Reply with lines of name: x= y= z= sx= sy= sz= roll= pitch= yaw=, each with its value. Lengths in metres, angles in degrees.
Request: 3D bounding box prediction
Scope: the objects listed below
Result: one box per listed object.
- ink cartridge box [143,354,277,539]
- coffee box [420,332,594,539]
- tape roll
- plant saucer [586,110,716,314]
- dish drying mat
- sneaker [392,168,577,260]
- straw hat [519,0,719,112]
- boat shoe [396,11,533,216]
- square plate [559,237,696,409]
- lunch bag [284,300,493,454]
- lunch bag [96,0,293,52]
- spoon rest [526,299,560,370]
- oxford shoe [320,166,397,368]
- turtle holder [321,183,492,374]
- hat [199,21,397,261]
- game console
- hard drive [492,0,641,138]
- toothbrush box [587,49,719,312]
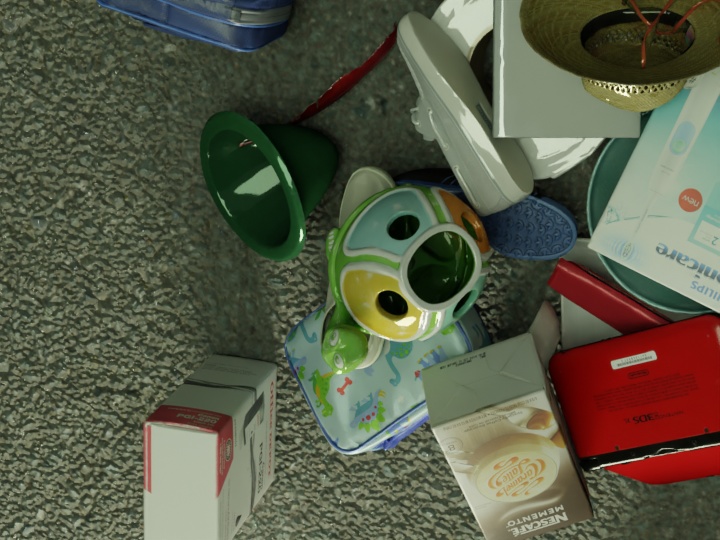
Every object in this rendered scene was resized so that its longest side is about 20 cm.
ink cartridge box: x=-0.154 y=0.191 z=1.523 sx=0.084 sy=0.200 sz=0.146 roll=6 pitch=108 yaw=11
coffee box: x=0.144 y=0.167 z=1.400 sx=0.114 sy=0.080 sz=0.200 roll=-19 pitch=131 yaw=9
tape roll: x=0.158 y=-0.189 z=1.377 sx=0.201 sy=0.071 sz=0.204 roll=5 pitch=107 yaw=16
plant saucer: x=0.313 y=-0.060 z=1.363 sx=0.199 sy=0.036 sz=0.201 roll=0 pitch=92 yaw=16
dish drying mat: x=0.270 y=0.052 z=1.385 sx=0.199 sy=0.077 sz=0.018 roll=31 pitch=72 yaw=7
sneaker: x=0.120 y=-0.063 z=1.421 sx=0.199 sy=0.078 sz=0.070 roll=14 pitch=114 yaw=16
straw hat: x=0.235 y=-0.183 z=1.236 sx=0.200 sy=0.202 sz=0.085 roll=10 pitch=137 yaw=15
boat shoe: x=0.083 y=-0.142 z=1.344 sx=0.068 sy=0.072 sz=0.200 roll=-31 pitch=98 yaw=30
square plate: x=0.296 y=0.064 z=1.429 sx=0.199 sy=0.028 sz=0.199 roll=3 pitch=107 yaw=18
lunch bag: x=0.030 y=0.086 z=1.474 sx=0.200 sy=0.082 sz=0.161 roll=-38 pitch=71 yaw=24
lunch bag: x=-0.164 y=-0.291 z=1.418 sx=0.199 sy=0.136 sz=0.133 roll=19 pitch=111 yaw=13
spoon rest: x=0.150 y=0.116 z=1.463 sx=0.060 sy=0.099 sz=0.201 roll=21 pitch=122 yaw=9
oxford shoe: x=0.000 y=0.000 z=1.407 sx=0.075 sy=0.058 sz=0.201 roll=13 pitch=101 yaw=29
turtle holder: x=0.034 y=0.000 z=1.322 sx=0.185 sy=0.132 sz=0.142 roll=-18 pitch=100 yaw=-16
hat: x=-0.043 y=-0.123 z=1.493 sx=0.200 sy=0.176 sz=0.166 roll=-11 pitch=108 yaw=60
game console: x=0.307 y=0.128 z=1.382 sx=0.199 sy=0.118 sz=0.173 roll=-19 pitch=91 yaw=41
hard drive: x=0.184 y=-0.219 z=1.293 sx=0.131 sy=0.026 sz=0.201 roll=0 pitch=95 yaw=0
toothbrush box: x=0.313 y=-0.078 z=1.301 sx=0.146 sy=0.085 sz=0.201 roll=28 pitch=100 yaw=14
